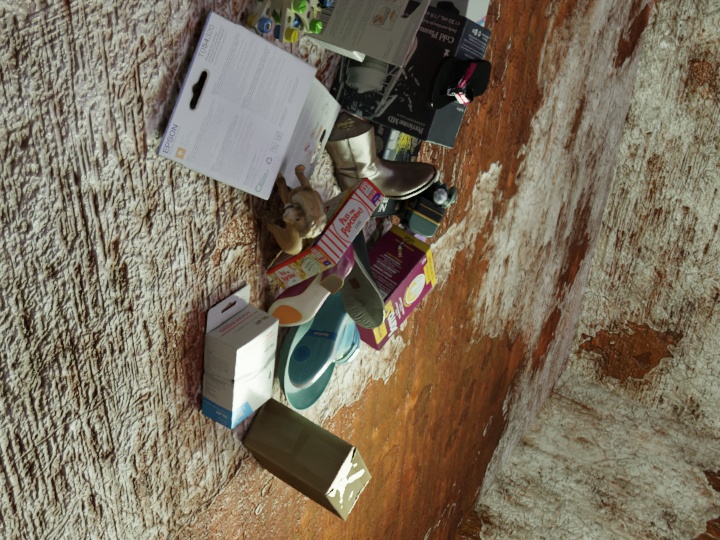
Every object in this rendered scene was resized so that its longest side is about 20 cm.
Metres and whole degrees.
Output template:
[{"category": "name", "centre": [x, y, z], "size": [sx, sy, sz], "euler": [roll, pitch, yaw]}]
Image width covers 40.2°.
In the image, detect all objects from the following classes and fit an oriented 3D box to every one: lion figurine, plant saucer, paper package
[{"category": "lion figurine", "centre": [-0.096, -0.074, 1.478], "size": [0.071, 0.124, 0.201], "euler": [-18, 160, -15]}, {"category": "plant saucer", "centre": [-0.100, 0.158, 1.824], "size": [0.200, 0.035, 0.204], "euler": [-40, 137, -51]}, {"category": "paper package", "centre": [-0.096, 0.353, 1.833], "size": [0.104, 0.198, 0.191], "euler": [-56, 155, -19]}]

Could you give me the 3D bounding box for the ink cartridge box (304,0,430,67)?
[{"category": "ink cartridge box", "centre": [0.032, -0.407, 1.449], "size": [0.203, 0.174, 0.045], "euler": [-66, 157, -1]}]

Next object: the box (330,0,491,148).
[{"category": "box", "centre": [0.080, -0.328, 1.594], "size": [0.123, 0.197, 0.200], "euler": [-3, 114, -62]}]

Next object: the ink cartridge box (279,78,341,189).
[{"category": "ink cartridge box", "centre": [-0.108, -0.217, 1.491], "size": [0.163, 0.047, 0.200], "euler": [-66, 160, -2]}]

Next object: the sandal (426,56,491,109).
[{"category": "sandal", "centre": [0.162, -0.288, 1.505], "size": [0.199, 0.045, 0.076], "euler": [-25, 132, -52]}]

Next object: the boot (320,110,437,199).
[{"category": "boot", "centre": [0.031, -0.199, 1.662], "size": [0.201, 0.182, 0.065], "euler": [71, 8, -57]}]

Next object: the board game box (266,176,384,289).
[{"category": "board game box", "centre": [-0.059, -0.056, 1.587], "size": [0.152, 0.046, 0.199], "euler": [-55, -165, -28]}]

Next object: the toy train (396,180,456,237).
[{"category": "toy train", "centre": [0.119, -0.132, 1.923], "size": [0.116, 0.084, 0.200], "euler": [-62, -165, 4]}]

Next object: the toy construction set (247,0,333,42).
[{"category": "toy construction set", "centre": [-0.075, -0.408, 1.339], "size": [0.202, 0.091, 0.131], "euler": [-62, 158, 16]}]

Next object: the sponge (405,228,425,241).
[{"category": "sponge", "centre": [0.097, 0.000, 2.143], "size": [0.111, 0.029, 0.203], "euler": [-41, 147, -44]}]

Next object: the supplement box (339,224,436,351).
[{"category": "supplement box", "centre": [0.052, 0.034, 1.954], "size": [0.201, 0.102, 0.132], "euler": [-49, 153, -19]}]

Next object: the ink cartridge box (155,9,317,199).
[{"category": "ink cartridge box", "centre": [-0.170, -0.220, 1.323], "size": [0.198, 0.043, 0.200], "euler": [20, 93, -44]}]

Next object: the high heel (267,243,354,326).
[{"category": "high heel", "centre": [-0.085, 0.021, 1.658], "size": [0.200, 0.067, 0.097], "euler": [-40, -157, 40]}]

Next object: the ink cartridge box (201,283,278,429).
[{"category": "ink cartridge box", "centre": [-0.194, 0.139, 1.590], "size": [0.116, 0.067, 0.203], "euler": [-37, 142, -50]}]

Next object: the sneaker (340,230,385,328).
[{"category": "sneaker", "centre": [0.000, 0.000, 1.750], "size": [0.107, 0.073, 0.202], "euler": [-74, 147, -53]}]

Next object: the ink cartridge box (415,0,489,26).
[{"category": "ink cartridge box", "centre": [0.136, -0.443, 1.679], "size": [0.082, 0.144, 0.204], "euler": [-30, 138, -51]}]

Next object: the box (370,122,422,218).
[{"category": "box", "centre": [0.052, -0.202, 1.837], "size": [0.160, 0.049, 0.204], "euler": [-9, 121, -61]}]

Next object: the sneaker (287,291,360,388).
[{"category": "sneaker", "centre": [-0.056, 0.153, 1.783], "size": [0.202, 0.078, 0.132], "euler": [-60, 148, -29]}]
